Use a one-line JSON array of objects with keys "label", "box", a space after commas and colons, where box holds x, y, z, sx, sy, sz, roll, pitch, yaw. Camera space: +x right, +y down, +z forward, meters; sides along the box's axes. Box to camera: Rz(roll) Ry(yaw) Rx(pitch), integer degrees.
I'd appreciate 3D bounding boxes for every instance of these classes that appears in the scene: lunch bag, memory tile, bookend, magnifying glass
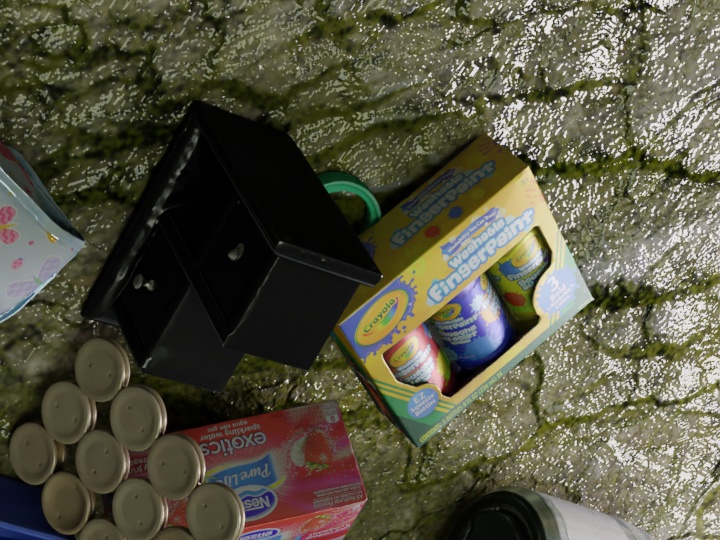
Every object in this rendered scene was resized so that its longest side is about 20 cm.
[{"label": "lunch bag", "box": [-0.311, -0.033, 1.216, 0.169, 0.127, 0.200, -41, 120, 2]}, {"label": "memory tile", "box": [-0.183, 0.164, 1.366, 0.154, 0.200, 0.017, -50, 159, 24]}, {"label": "bookend", "box": [-0.101, 0.017, 1.301, 0.092, 0.199, 0.201, 17, 115, -34]}, {"label": "magnifying glass", "box": [0.000, 0.000, 1.454, 0.079, 0.022, 0.201, -33, 131, -3]}]

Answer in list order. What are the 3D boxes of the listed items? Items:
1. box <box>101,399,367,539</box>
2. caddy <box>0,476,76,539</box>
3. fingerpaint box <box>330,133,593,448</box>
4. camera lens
[{"label": "box", "box": [-0.106, 0.184, 1.460, 0.198, 0.096, 0.100, -10, 155, -20]}, {"label": "caddy", "box": [-0.309, 0.244, 1.416, 0.199, 0.105, 0.142, 22, 110, -35]}, {"label": "fingerpaint box", "box": [0.074, 0.018, 1.449, 0.200, 0.073, 0.167, -39, 131, -9]}, {"label": "camera lens", "box": [0.184, 0.297, 1.656, 0.199, 0.160, 0.161, 21, 112, -35]}]
